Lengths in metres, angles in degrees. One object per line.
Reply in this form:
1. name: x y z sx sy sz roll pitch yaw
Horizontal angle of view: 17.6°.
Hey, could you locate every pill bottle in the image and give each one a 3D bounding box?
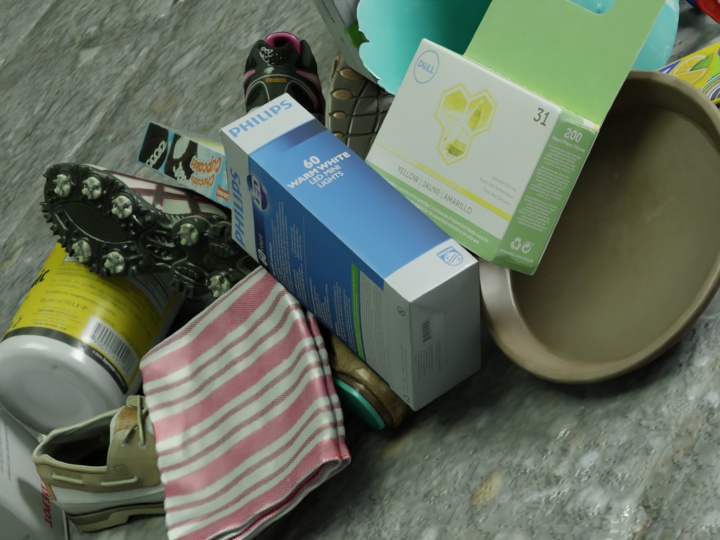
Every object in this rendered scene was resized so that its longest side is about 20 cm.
1. pill bottle: -0.199 0.026 1.807 0.111 0.111 0.201 -17 35 40

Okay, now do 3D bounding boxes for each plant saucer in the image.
1. plant saucer: 0.153 -0.024 1.421 0.199 0.029 0.202 -20 59 37

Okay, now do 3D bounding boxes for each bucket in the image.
1. bucket: 0.111 -0.180 1.617 0.206 0.134 0.208 -28 46 33

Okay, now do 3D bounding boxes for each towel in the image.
1. towel: -0.082 0.088 1.535 0.146 0.030 0.201 -37 43 21

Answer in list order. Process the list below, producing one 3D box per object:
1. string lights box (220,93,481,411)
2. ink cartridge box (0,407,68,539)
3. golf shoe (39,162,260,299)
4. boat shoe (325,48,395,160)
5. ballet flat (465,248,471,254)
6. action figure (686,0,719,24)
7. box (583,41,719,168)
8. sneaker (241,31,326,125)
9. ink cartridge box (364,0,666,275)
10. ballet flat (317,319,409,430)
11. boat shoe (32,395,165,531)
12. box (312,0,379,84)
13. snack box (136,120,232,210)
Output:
1. string lights box: -0.008 -0.014 1.492 0.059 0.103 0.200 -30 52 -23
2. ink cartridge box: -0.312 0.135 1.698 0.084 0.200 0.146 -39 26 9
3. golf shoe: -0.149 -0.031 1.750 0.199 0.078 0.088 22 23 23
4. boat shoe: 0.010 -0.142 1.789 0.072 0.075 0.201 117 170 -54
5. ballet flat: 0.000 0.000 1.635 0.199 0.057 0.067 -27 29 28
6. action figure: 0.229 -0.231 1.686 0.065 0.052 0.200 -46 24 3
7. box: 0.199 -0.086 1.487 0.199 0.064 0.070 -24 31 34
8. sneaker: -0.056 -0.143 1.830 0.080 0.087 0.200 -2 4 -4
9. ink cartridge box: 0.094 -0.116 1.456 0.145 0.048 0.201 33 102 47
10. ballet flat: -0.017 0.051 1.575 0.072 0.068 0.200 -44 29 -16
11. boat shoe: -0.149 0.126 1.635 0.199 0.068 0.075 -24 31 31
12. box: 0.022 -0.254 1.676 0.156 0.200 0.041 -42 49 -11
13. snack box: -0.078 -0.066 1.728 0.200 0.115 0.037 27 101 62
